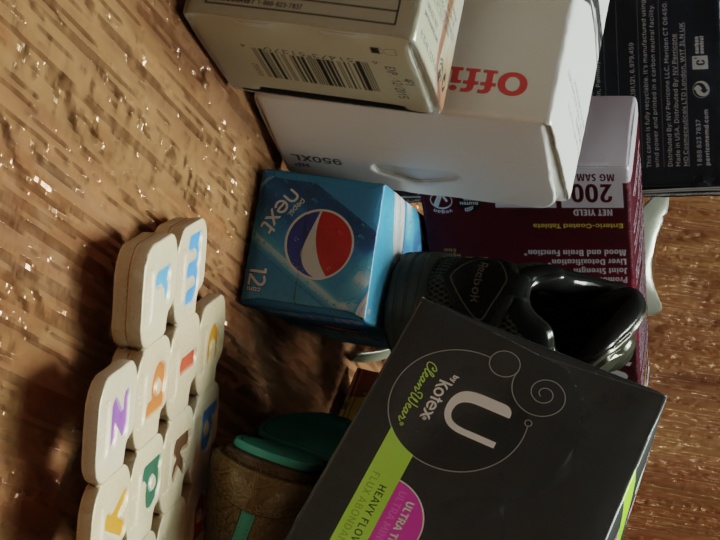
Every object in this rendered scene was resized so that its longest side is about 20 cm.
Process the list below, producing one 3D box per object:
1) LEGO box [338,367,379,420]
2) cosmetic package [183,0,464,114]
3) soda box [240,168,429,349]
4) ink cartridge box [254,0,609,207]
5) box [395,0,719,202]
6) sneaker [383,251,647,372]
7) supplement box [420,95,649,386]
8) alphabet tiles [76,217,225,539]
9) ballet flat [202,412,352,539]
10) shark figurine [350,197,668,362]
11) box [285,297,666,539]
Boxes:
[{"bbox_3d":[0.043,0.161,1.042,0.200,0.149,0.077,-68,163,-44],"label":"LEGO box"},{"bbox_3d":[0.001,-0.179,0.802,0.087,0.103,0.200,57,44,-71],"label":"cosmetic package"},{"bbox_3d":[0.000,0.000,0.967,0.200,0.064,0.068,31,68,-75],"label":"soda box"},{"bbox_3d":[0.045,-0.143,0.902,0.084,0.144,0.200,64,35,-63],"label":"ink cartridge box"},{"bbox_3d":[0.131,-0.113,1.127,0.200,0.196,0.124,-33,119,-73],"label":"box"},{"bbox_3d":[0.095,0.063,0.938,0.200,0.114,0.076,62,38,-45],"label":"sneaker"},{"bbox_3d":[0.096,0.003,0.993,0.061,0.109,0.200,-76,161,-45],"label":"supplement box"},{"bbox_3d":[-0.086,0.081,0.748,0.196,0.015,0.201,-46,142,-77],"label":"alphabet tiles"},{"bbox_3d":[-0.034,0.111,0.888,0.200,0.068,0.072,-4,115,-81],"label":"ballet flat"},{"bbox_3d":[0.072,0.002,1.110,0.128,0.214,0.090,2,73,-49],"label":"shark figurine"},{"bbox_3d":[0.048,0.139,0.860,0.200,0.124,0.149,93,22,-57],"label":"box"}]
